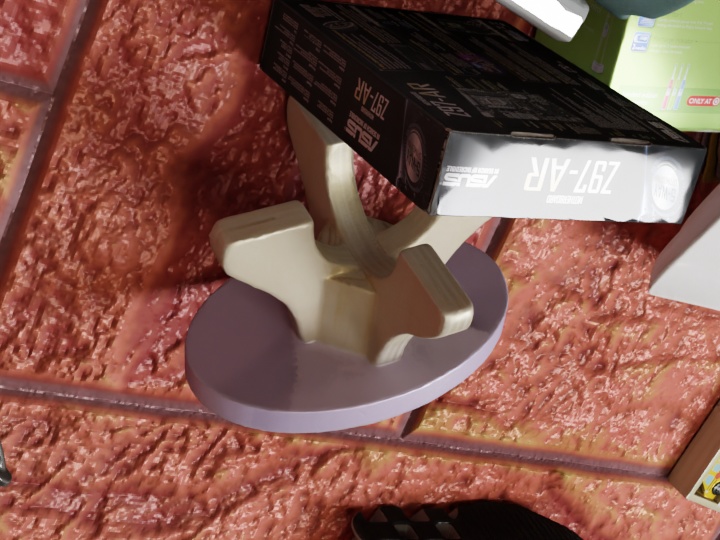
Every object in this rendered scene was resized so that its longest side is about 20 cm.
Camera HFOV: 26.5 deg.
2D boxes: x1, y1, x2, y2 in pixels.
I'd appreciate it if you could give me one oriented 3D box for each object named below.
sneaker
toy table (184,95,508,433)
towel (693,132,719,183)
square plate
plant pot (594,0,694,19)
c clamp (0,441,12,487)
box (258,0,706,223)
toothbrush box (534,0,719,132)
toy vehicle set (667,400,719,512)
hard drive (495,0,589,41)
[{"bbox_3d":[0.074,0.217,1.083,0.198,0.074,0.089,6,114,-22],"label":"sneaker"},{"bbox_3d":[0.000,0.000,0.851,0.199,0.184,0.118,-27,145,-29],"label":"toy table"},{"bbox_3d":[0.300,-0.155,1.025,0.143,0.023,0.202,-4,119,-28],"label":"towel"},{"bbox_3d":[0.292,-0.053,1.031,0.200,0.028,0.198,-49,151,19],"label":"square plate"},{"bbox_3d":[0.106,-0.235,0.715,0.196,0.200,0.201,36,96,-22],"label":"plant pot"},{"bbox_3d":[-0.275,0.144,0.864,0.200,0.027,0.171,-47,125,4],"label":"c clamp"},{"bbox_3d":[0.059,-0.088,0.806,0.159,0.200,0.044,0,117,-31],"label":"box"},{"bbox_3d":[0.199,-0.190,0.903,0.145,0.086,0.201,-3,119,-29],"label":"toothbrush box"},{"bbox_3d":[0.338,0.106,1.198,0.124,0.027,0.201,23,104,-38],"label":"toy vehicle set"},{"bbox_3d":[0.011,-0.186,0.764,0.199,0.132,0.027,25,104,-38],"label":"hard drive"}]
